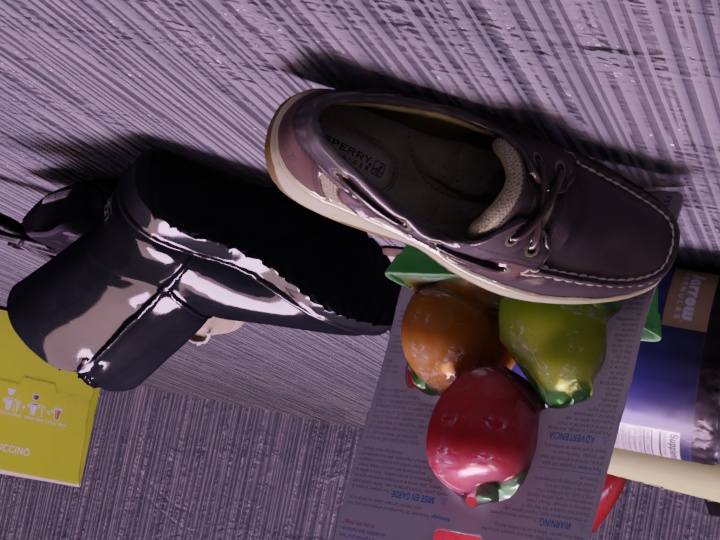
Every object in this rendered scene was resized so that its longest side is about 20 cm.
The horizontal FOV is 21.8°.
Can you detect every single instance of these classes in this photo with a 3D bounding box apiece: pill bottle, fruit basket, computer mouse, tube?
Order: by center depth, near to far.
[{"bbox_3d":[0.074,0.055,0.944,0.093,0.202,0.184,19,168,-37],"label":"fruit basket"},{"bbox_3d":[0.170,0.050,1.082,0.198,0.113,0.112,9,171,16],"label":"pill bottle"},{"bbox_3d":[0.176,0.107,1.162,0.198,0.052,0.058,14,165,-13],"label":"tube"},{"bbox_3d":[-0.205,-0.043,1.230,0.139,0.046,0.200,22,168,-23],"label":"computer mouse"}]

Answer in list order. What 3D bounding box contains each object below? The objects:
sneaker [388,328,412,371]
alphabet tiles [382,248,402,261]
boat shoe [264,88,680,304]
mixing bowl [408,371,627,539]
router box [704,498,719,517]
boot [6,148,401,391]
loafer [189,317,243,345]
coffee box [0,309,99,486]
[{"bbox_3d":[0.075,0.071,1.238,0.200,0.067,0.090,45,-178,38],"label":"sneaker"},{"bbox_3d":[0.000,0.000,1.328,0.194,0.015,0.200,6,169,34],"label":"alphabet tiles"},{"bbox_3d":[0.056,-0.032,0.830,0.199,0.072,0.066,18,176,-13],"label":"boat shoe"},{"bbox_3d":[0.123,0.117,1.348,0.198,0.202,0.108,14,163,-19],"label":"mixing bowl"},{"bbox_3d":[0.348,0.129,1.326,0.156,0.053,0.200,-18,180,-16],"label":"router box"},{"bbox_3d":[-0.097,0.018,1.137,0.199,0.077,0.168,22,138,-26],"label":"boot"},{"bbox_3d":[-0.116,0.008,1.285,0.068,0.076,0.200,-23,171,-17],"label":"loafer"},{"bbox_3d":[-0.473,0.159,2.423,0.199,0.202,0.197,18,169,-41],"label":"coffee box"}]
